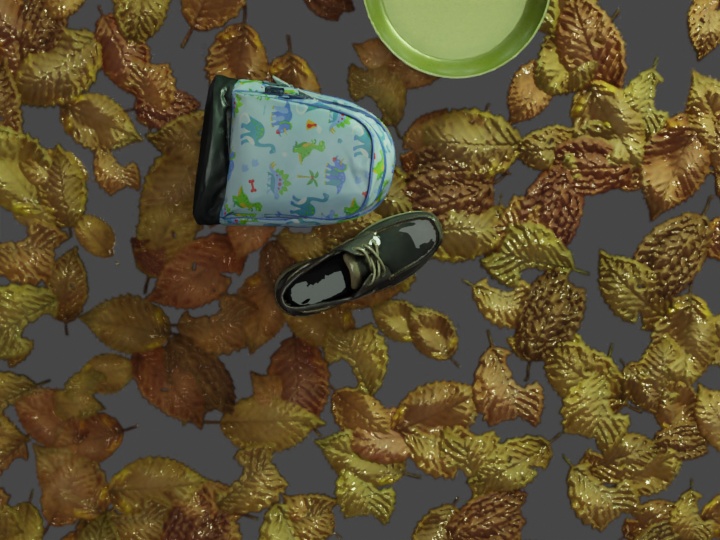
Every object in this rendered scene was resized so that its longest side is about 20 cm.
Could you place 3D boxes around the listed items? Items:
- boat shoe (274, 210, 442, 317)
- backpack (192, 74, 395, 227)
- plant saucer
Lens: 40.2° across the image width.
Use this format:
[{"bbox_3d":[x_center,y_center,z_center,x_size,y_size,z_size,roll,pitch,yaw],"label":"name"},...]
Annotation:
[{"bbox_3d":[0.000,0.000,1.058,0.199,0.073,0.075,-28,98,4],"label":"boat shoe"},{"bbox_3d":[-0.063,-0.114,1.018,0.199,0.154,0.164,8,92,-15],"label":"backpack"},{"bbox_3d":[0.100,-0.304,1.036,0.199,0.031,0.201,0,99,0],"label":"plant saucer"}]
